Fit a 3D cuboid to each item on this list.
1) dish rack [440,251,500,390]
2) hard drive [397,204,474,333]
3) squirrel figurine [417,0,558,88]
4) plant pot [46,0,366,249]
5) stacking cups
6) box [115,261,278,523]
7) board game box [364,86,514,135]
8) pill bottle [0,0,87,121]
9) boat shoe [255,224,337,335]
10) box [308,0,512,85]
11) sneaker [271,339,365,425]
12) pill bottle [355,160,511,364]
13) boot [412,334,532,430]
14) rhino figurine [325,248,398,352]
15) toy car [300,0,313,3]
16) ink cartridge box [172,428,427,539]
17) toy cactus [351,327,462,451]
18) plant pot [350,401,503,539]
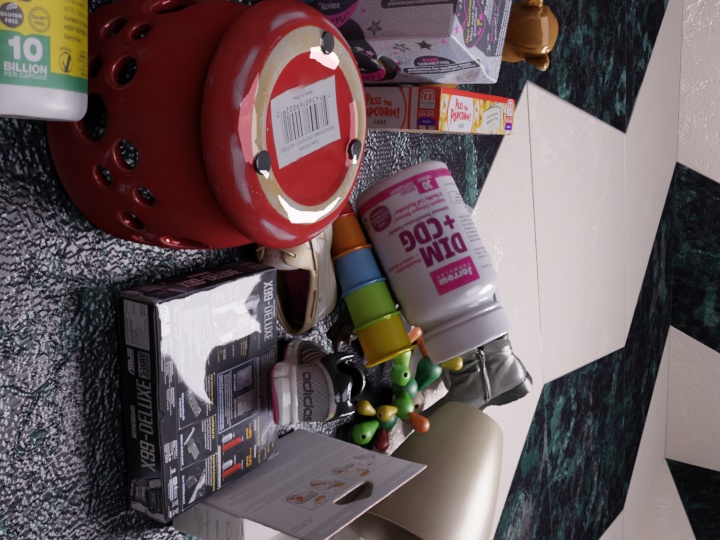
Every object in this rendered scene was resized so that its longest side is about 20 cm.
[{"bbox_3d":[0.161,0.082,1.178,0.200,0.043,0.172,-56,139,-35],"label":"dish rack"},{"bbox_3d":[0.077,0.017,0.975,0.201,0.027,0.132,-58,-179,-33],"label":"hard drive"},{"bbox_3d":[0.140,-0.284,0.922,0.200,0.185,0.143,-30,122,-51],"label":"squirrel figurine"},{"bbox_3d":[-0.106,-0.109,0.583,0.200,0.181,0.202,-25,120,-53],"label":"plant pot"},{"bbox_3d":[0.000,0.000,0.809,0.060,0.060,0.201,-8,77,-57],"label":"stacking cups"},{"bbox_3d":[-0.143,0.103,0.694,0.157,0.049,0.202,-20,114,-55],"label":"box"},{"bbox_3d":[0.072,-0.184,0.873,0.199,0.151,0.047,-14,109,-56],"label":"board game box"},{"bbox_3d":[-0.220,-0.194,0.443,0.112,0.112,0.202,-9,106,-57],"label":"pill bottle"},{"bbox_3d":[-0.070,-0.020,0.757,0.069,0.073,0.201,-53,139,-46],"label":"boat shoe"},{"bbox_3d":[0.037,-0.265,0.750,0.114,0.199,0.133,19,81,-56],"label":"box"},{"bbox_3d":[-0.038,0.115,0.771,0.200,0.087,0.074,-56,147,-88],"label":"sneaker"},{"bbox_3d":[0.082,-0.008,0.823,0.113,0.113,0.201,-13,77,-56],"label":"pill bottle"},{"bbox_3d":[0.141,0.157,1.081,0.131,0.199,0.068,53,11,-32],"label":"boot"},{"bbox_3d":[0.016,0.020,0.891,0.201,0.087,0.060,-61,142,-29],"label":"rhino figurine"},{"bbox_3d":[-0.025,-0.347,0.634,0.176,0.199,0.186,8,90,-58],"label":"toy car"},{"bbox_3d":[-0.055,0.223,0.745,0.199,0.172,0.044,-13,108,-56],"label":"ink cartridge box"},{"bbox_3d":[0.071,0.166,1.002,0.201,0.102,0.165,-55,158,-22],"label":"toy cactus"},{"bbox_3d":[0.107,0.282,0.993,0.201,0.186,0.188,-57,140,-29],"label":"plant pot"}]
